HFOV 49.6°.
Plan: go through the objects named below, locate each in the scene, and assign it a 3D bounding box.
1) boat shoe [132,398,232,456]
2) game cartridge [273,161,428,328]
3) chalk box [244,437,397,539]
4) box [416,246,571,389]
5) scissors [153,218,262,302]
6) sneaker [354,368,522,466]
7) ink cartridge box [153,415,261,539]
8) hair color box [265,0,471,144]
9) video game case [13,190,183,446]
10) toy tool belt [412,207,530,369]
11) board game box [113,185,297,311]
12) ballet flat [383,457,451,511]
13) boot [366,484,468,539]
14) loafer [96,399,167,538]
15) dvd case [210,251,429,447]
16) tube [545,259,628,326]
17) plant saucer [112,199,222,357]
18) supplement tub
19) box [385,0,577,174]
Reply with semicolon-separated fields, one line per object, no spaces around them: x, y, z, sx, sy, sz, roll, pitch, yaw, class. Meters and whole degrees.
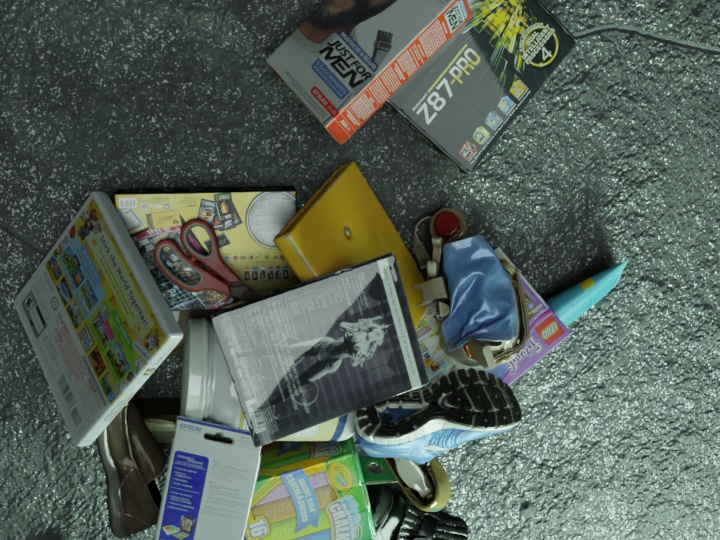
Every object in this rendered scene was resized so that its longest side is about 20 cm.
-0.210;0.199;0.949;0.198;0.072;0.067;5;110;-6;boat shoe
0.000;0.000;0.888;0.032;0.177;0.201;-18;112;35;game cartridge
-0.054;0.260;0.963;0.198;0.124;0.125;-16;107;-7;chalk box
0.139;0.088;0.962;0.199;0.039;0.137;-40;78;4;box
-0.137;0.027;0.856;0.200;0.014;0.073;43;88;-5;scissors
0.086;0.170;0.884;0.197;0.079;0.090;-4;143;-12;sneaker
-0.169;0.253;0.861;0.098;0.039;0.202;14;104;-2;ink cartridge box
0.009;-0.250;0.840;0.200;0.064;0.111;-44;72;5;hair color box
-0.284;0.050;0.826;0.182;0.201;0.023;-46;153;22;video game case
0.122;0.014;0.890;0.123;0.123;0.202;-17;80;7;toy tool belt
-0.171;-0.025;0.882;0.197;0.035;0.137;-2;105;-10;board game box
0.045;0.197;0.937;0.068;0.063;0.201;-38;75;12;ballet flat
0.034;0.394;1.037;0.157;0.080;0.212;32;102;-21;boot
-0.255;0.206;0.885;0.070;0.073;0.202;-4;111;-9;loafer
-0.038;0.083;0.811;0.198;0.016;0.150;-19;105;-8;dvd case
0.255;0.053;0.996;0.199;0.077;0.051;-33;75;1;tube
-0.251;0.014;0.911;0.197;0.029;0.203;-3;105;-10;plant saucer
-0.103;0.122;0.898;0.197;0.144;0.146;5;104;-16;supplement tub
0.127;-0.240;0.901;0.161;0.049;0.200;40;94;-13;box
